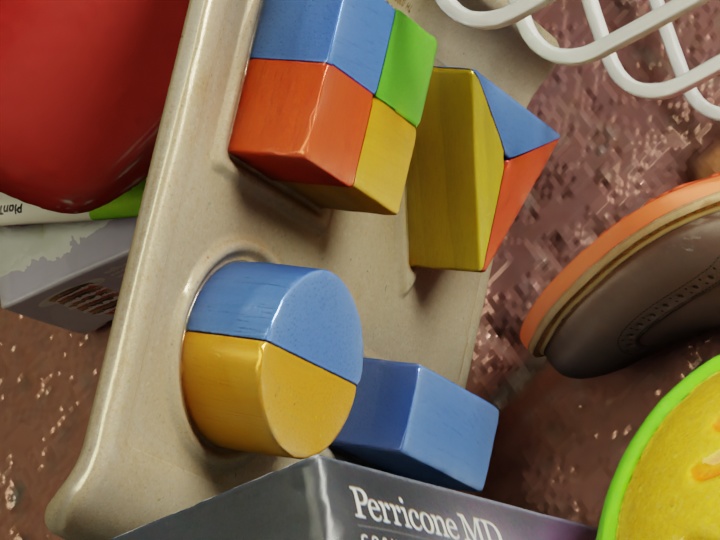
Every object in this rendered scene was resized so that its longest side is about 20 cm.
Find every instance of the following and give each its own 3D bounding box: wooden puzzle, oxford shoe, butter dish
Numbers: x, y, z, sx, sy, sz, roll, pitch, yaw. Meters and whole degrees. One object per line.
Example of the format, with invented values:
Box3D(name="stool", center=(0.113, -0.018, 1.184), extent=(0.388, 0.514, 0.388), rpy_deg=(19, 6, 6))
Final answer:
Box3D(name="wooden puzzle", center=(0.000, 0.000, 0.824), extent=(0.046, 0.185, 0.201), rpy_deg=(11, 80, 31))
Box3D(name="oxford shoe", center=(0.128, -0.001, 0.820), extent=(0.200, 0.071, 0.073), rpy_deg=(-30, 82, 40))
Box3D(name="butter dish", center=(-0.070, -0.093, 0.873), extent=(0.200, 0.148, 0.200), rpy_deg=(-54, 18, 10))

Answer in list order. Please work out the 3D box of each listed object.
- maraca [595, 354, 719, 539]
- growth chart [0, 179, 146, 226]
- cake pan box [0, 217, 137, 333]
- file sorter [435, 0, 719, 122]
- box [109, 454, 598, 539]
Box3D(name="maraca", center=(0.124, 0.107, 0.750), extent=(0.137, 0.107, 0.201), rpy_deg=(14, 60, -3))
Box3D(name="growth chart", center=(-0.097, -0.106, 0.990), extent=(0.144, 0.018, 0.201), rpy_deg=(-9, 72, 36))
Box3D(name="cake pan box", center=(-0.048, -0.095, 0.991), extent=(0.200, 0.052, 0.185), rpy_deg=(-20, 68, 32))
Box3D(name="file sorter", center=(0.086, -0.132, 0.805), extent=(0.139, 0.200, 0.125), rpy_deg=(-29, 66, 28))
Box3D(name="box", center=(0.020, 0.172, 0.769), extent=(0.123, 0.200, 0.199), rpy_deg=(-26, 64, 30))
